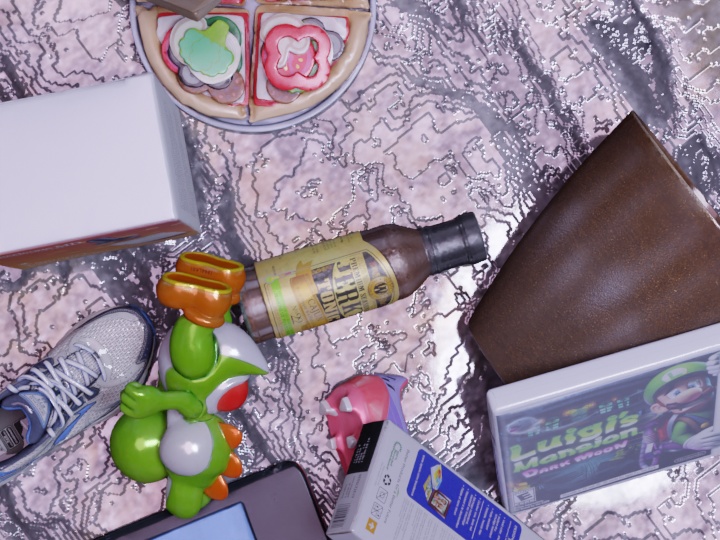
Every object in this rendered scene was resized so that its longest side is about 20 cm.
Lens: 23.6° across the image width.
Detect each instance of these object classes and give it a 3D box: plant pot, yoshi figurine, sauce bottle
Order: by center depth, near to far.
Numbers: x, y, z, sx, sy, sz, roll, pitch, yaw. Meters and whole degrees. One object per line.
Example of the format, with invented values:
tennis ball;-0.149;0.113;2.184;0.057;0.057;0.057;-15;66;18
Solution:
plant pot;0.187;0.015;1.311;0.200;0.187;0.187;-39;89;11
yoshi figurine;-0.146;0.090;1.317;0.112;0.112;0.202;-4;111;-32
sauce bottle;0.000;0.000;1.351;0.198;0.065;0.065;-18;89;-1

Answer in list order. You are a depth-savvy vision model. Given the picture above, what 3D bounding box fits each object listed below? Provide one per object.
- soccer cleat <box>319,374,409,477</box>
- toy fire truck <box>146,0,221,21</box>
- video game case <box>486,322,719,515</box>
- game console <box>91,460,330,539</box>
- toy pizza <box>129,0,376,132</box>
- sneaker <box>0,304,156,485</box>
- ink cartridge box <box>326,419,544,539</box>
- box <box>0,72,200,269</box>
soccer cleat;0.021;0.180;1.346;0.076;0.066;0.202;-11;90;-35
toy fire truck;-0.162;-0.289;1.330;0.176;0.129;0.200;-44;95;-2
video game case;0.197;0.114;1.302;0.198;0.182;0.023;-16;56;-1
game console;-0.109;0.267;1.359;0.199;0.031;0.178;-22;89;-2
toy pizza;-0.086;-0.212;1.372;0.198;0.032;0.202;0;88;-1
sneaker;-0.239;0.103;1.334;0.200;0.085;0.077;-42;89;-3
ink cartridge box;0.064;0.205;1.317;0.200;0.037;0.095;38;56;-28
box;-0.208;-0.069;1.282;0.151;0.200;0.107;-11;89;-1
